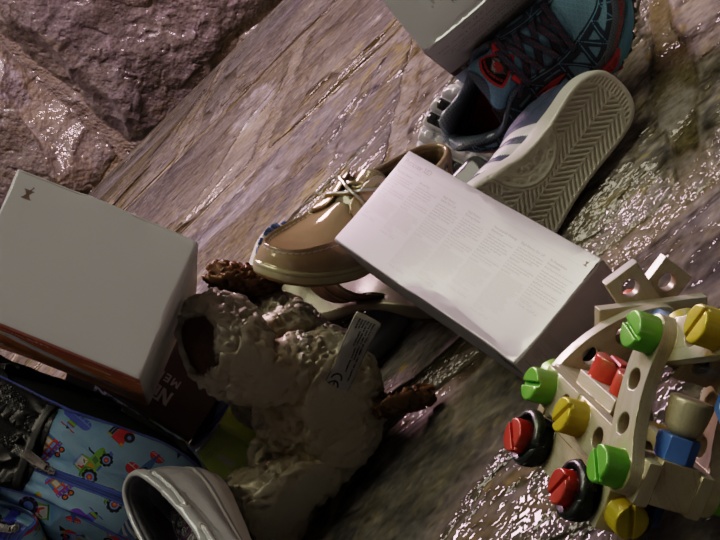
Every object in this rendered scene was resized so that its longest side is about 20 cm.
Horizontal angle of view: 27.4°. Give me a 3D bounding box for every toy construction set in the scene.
[{"bbox_3d":[0.134,0.055,0.716,0.200,0.092,0.131,-91,20,-77],"label":"toy construction set"}]

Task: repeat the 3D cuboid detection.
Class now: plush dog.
[{"bbox_3d":[-0.046,0.075,1.051,0.160,0.200,0.172,-17,23,-11],"label":"plush dog"}]

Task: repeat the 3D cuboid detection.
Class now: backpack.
[{"bbox_3d":[-0.208,0.158,1.053,0.183,0.200,0.135,92,-161,-66],"label":"backpack"}]

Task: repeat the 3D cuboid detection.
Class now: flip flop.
[{"bbox_3d":[0.000,0.000,1.121,0.200,0.058,0.081,4,67,37],"label":"flip flop"}]

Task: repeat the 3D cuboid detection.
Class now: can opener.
[{"bbox_3d":[0.046,0.000,1.165,0.200,0.053,0.066,-50,51,1],"label":"can opener"}]

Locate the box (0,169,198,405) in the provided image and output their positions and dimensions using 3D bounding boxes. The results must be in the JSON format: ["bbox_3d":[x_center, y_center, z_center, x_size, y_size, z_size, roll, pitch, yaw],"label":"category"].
[{"bbox_3d":[-0.185,0.019,1.010,0.200,0.124,0.098,121,170,-78],"label":"box"}]

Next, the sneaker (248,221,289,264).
[{"bbox_3d":[-0.098,0.033,1.395,0.085,0.077,0.200,-38,18,44],"label":"sneaker"}]

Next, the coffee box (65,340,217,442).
[{"bbox_3d":[-0.176,0.093,1.208,0.080,0.113,0.200,-57,3,-20],"label":"coffee box"}]

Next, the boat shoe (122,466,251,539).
[{"bbox_3d":[-0.093,0.190,0.908,0.072,0.068,0.200,-56,42,24],"label":"boat shoe"}]

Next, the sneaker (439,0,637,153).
[{"bbox_3d":[0.131,-0.153,1.124,0.095,0.079,0.200,-16,-28,-42],"label":"sneaker"}]

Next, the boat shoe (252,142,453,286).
[{"bbox_3d":[-0.001,-0.043,1.064,0.072,0.065,0.200,22,32,36],"label":"boat shoe"}]

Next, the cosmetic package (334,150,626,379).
[{"bbox_3d":[0.074,-0.002,0.945,0.083,0.051,0.200,-51,41,-3],"label":"cosmetic package"}]

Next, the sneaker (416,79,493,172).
[{"bbox_3d":[0.121,-0.156,1.293,0.200,0.075,0.081,-57,-18,5],"label":"sneaker"}]

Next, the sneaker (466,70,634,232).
[{"bbox_3d":[0.115,-0.060,1.078,0.200,0.075,0.085,-44,10,-10],"label":"sneaker"}]

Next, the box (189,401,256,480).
[{"bbox_3d":[-0.077,0.090,1.215,0.200,0.048,0.122,-58,6,-27],"label":"box"}]

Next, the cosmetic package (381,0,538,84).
[{"bbox_3d":[0.091,-0.207,1.160,0.102,0.074,0.200,-40,-15,13],"label":"cosmetic package"}]
